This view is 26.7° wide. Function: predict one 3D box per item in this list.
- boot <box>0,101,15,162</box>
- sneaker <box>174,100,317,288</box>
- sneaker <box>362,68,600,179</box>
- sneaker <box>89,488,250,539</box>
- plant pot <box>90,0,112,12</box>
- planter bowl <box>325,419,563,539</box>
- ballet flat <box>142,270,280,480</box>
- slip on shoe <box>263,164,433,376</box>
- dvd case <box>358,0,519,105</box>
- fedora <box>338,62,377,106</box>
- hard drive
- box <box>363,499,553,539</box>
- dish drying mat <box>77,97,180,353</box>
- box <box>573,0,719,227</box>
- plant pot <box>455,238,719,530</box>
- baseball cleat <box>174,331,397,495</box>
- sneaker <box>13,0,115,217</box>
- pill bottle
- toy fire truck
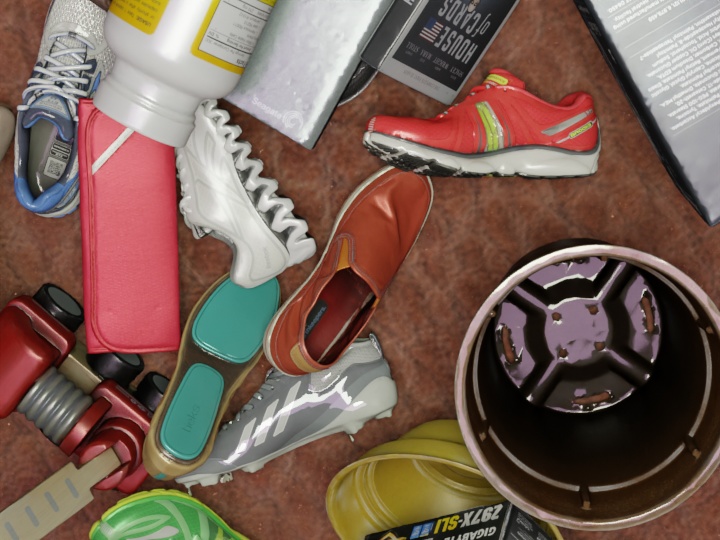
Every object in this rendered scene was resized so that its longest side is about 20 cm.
[{"bbox_3d":[-0.324,-0.018,1.210,0.200,0.070,0.147,-41,59,26],"label":"boot"},{"bbox_3d":[-0.118,-0.077,1.207,0.081,0.075,0.201,-35,95,-3],"label":"sneaker"},{"bbox_3d":[0.094,-0.115,1.186,0.197,0.077,0.086,1,90,-19],"label":"sneaker"},{"bbox_3d":[-0.127,0.243,1.234,0.199,0.084,0.074,31,108,-26],"label":"sneaker"},{"bbox_3d":[-0.220,-0.311,1.128,0.197,0.200,0.201,36,100,-10],"label":"plant pot"},{"bbox_3d":[0.078,0.180,1.220,0.198,0.084,0.202,13,139,11],"label":"planter bowl"},{"bbox_3d":[-0.125,0.080,1.216,0.068,0.201,0.063,32,144,-7],"label":"ballet flat"},{"bbox_3d":[0.000,0.000,1.197,0.074,0.061,0.201,44,72,-27],"label":"slip on shoe"},{"bbox_3d":[0.088,-0.225,1.139,0.025,0.150,0.201,37,101,22],"label":"dvd case"},{"bbox_3d":[-0.061,-0.218,1.176,0.175,0.090,0.202,-21,98,7],"label":"fedora"},{"bbox_3d":[-0.047,-0.210,1.112,0.138,0.033,0.202,30,99,1],"label":"hard drive"},{"bbox_3d":[0.112,0.270,1.201,0.159,0.050,0.200,-20,125,41],"label":"box"},{"bbox_3d":[-0.181,-0.034,1.190,0.076,0.018,0.203,-2,102,-9],"label":"dish drying mat"},{"bbox_3d":[0.248,-0.159,1.109,0.123,0.200,0.198,-31,96,10],"label":"box"},{"bbox_3d":[0.170,0.064,1.146,0.197,0.198,0.203,1,101,4],"label":"plant pot"},{"bbox_3d":[-0.071,0.106,1.252,0.198,0.070,0.108,-20,92,-3],"label":"baseball cleat"},{"bbox_3d":[-0.232,-0.136,1.205,0.076,0.085,0.203,12,100,2],"label":"sneaker"},{"bbox_3d":[-0.113,-0.192,1.051,0.103,0.104,0.202,27,99,-1],"label":"pill bottle"},{"bbox_3d":[-0.246,0.123,1.192,0.176,0.200,0.129,41,100,-4],"label":"toy fire truck"}]
